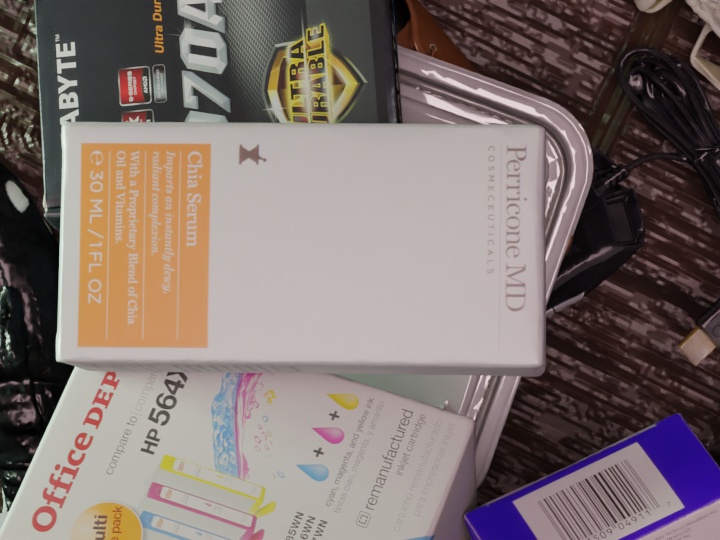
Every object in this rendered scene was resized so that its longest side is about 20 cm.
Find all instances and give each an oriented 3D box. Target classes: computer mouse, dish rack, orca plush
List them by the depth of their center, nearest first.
[{"bbox_3d":[0.000,0.000,1.359,0.171,0.044,0.201,20,100,6],"label":"dish rack"},{"bbox_3d":[-0.177,0.044,1.421,0.104,0.071,0.201,4,94,-2],"label":"orca plush"},{"bbox_3d":[0.109,0.001,1.431,0.200,0.046,0.141,-37,76,-7],"label":"computer mouse"}]

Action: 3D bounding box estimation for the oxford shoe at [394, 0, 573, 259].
[{"bbox_3d":[0.026,-0.079,1.398,0.071,0.071,0.200,-40,83,-11],"label":"oxford shoe"}]

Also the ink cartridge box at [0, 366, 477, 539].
[{"bbox_3d":[-0.062,0.115,1.303,0.199,0.125,0.129,17,62,11],"label":"ink cartridge box"}]

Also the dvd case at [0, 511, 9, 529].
[{"bbox_3d":[-0.139,0.177,1.376,0.199,0.016,0.149,-14,63,9],"label":"dvd case"}]

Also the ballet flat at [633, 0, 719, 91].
[{"bbox_3d":[0.169,-0.129,1.425,0.072,0.072,0.200,-44,92,2],"label":"ballet flat"}]

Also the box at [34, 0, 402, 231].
[{"bbox_3d":[-0.064,-0.123,1.319,0.158,0.046,0.201,-4,79,3],"label":"box"}]

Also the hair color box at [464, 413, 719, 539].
[{"bbox_3d":[0.124,0.170,1.338,0.109,0.065,0.201,-24,129,-8],"label":"hair color box"}]

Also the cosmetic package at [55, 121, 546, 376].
[{"bbox_3d":[-0.022,-0.008,1.238,0.199,0.071,0.102,0,86,3],"label":"cosmetic package"}]

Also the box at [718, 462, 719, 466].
[{"bbox_3d":[0.270,0.122,1.411,0.200,0.044,0.161,34,97,-12],"label":"box"}]
